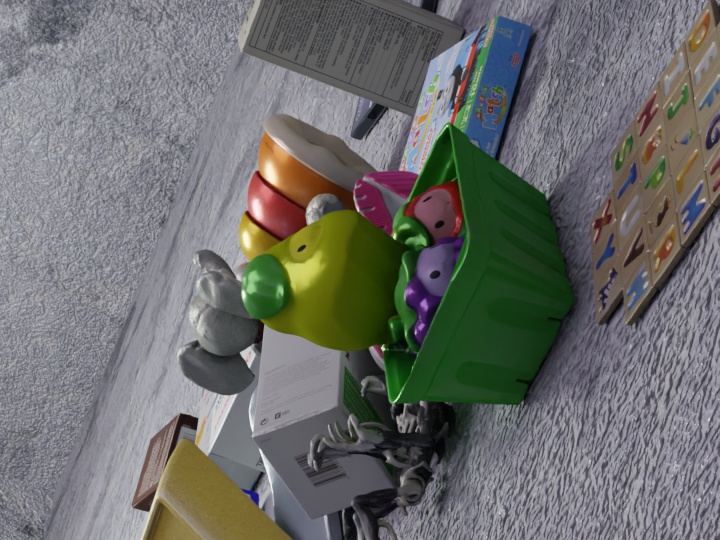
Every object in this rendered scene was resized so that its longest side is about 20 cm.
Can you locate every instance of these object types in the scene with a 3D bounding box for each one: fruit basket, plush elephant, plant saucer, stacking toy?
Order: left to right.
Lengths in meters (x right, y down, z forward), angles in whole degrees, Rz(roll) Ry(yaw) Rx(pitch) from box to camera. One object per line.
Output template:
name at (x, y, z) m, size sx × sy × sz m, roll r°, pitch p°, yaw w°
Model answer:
plant saucer at (-0.136, 0.284, 1.524) m, size 0.200 × 0.048 × 0.201 m, roll 40°, pitch 123°, yaw 30°
plush elephant at (-0.101, 0.034, 1.669) m, size 0.201 × 0.154 × 0.165 m, roll -100°, pitch 31°, yaw -43°
stacking toy at (-0.079, -0.047, 1.797) m, size 0.201 × 0.146 × 0.146 m, roll -57°, pitch 15°, yaw 13°
fruit basket at (0.027, -0.005, 1.206) m, size 0.216 × 0.215 × 0.156 m, roll -94°, pitch 26°, yaw -61°

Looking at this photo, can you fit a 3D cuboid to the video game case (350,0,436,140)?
video game case at (0.041, -0.250, 1.946) m, size 0.200 × 0.019 × 0.144 m, roll 129°, pitch 157°, yaw -61°

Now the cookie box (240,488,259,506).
cookie box at (-0.167, 0.334, 1.707) m, size 0.171 × 0.075 × 0.201 m, roll -94°, pitch 26°, yaw -60°

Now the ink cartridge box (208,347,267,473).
ink cartridge box at (-0.097, 0.097, 1.870) m, size 0.200 × 0.083 × 0.146 m, roll -91°, pitch 23°, yaw -58°

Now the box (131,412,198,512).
box at (-0.238, 0.259, 2.282) m, size 0.200 × 0.075 × 0.101 m, roll 143°, pitch 144°, yaw -66°

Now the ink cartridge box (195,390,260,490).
ink cartridge box at (-0.143, 0.165, 2.008) m, size 0.200 × 0.068 × 0.115 m, roll -87°, pitch 20°, yaw -53°

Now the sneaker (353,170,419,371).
sneaker at (0.035, 0.014, 1.451) m, size 0.088 × 0.081 × 0.201 m, roll 90°, pitch 179°, yaw -49°

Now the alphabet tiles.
alphabet tiles at (0.187, -0.067, 1.048) m, size 0.167 × 0.006 × 0.200 m, roll -85°, pitch 18°, yaw -49°

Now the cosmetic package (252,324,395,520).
cosmetic package at (-0.027, 0.095, 1.461) m, size 0.084 × 0.108 × 0.200 m, roll -21°, pitch 34°, yaw 18°

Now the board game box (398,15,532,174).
board game box at (0.084, -0.128, 1.528) m, size 0.200 × 0.036 × 0.152 m, roll 161°, pitch 126°, yaw -76°

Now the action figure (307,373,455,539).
action figure at (0.014, 0.138, 1.286) m, size 0.119 × 0.101 × 0.201 m, roll 108°, pitch 174°, yaw -67°

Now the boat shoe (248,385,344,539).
boat shoe at (-0.041, 0.186, 1.525) m, size 0.074 × 0.068 × 0.200 m, roll -50°, pitch 46°, yaw 31°

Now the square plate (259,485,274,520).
square plate at (-0.088, 0.278, 1.691) m, size 0.198 × 0.028 × 0.201 m, roll 123°, pitch 162°, yaw -47°

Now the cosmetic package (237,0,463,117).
cosmetic package at (-0.012, -0.233, 1.724) m, size 0.087 × 0.199 × 0.104 m, roll -112°, pitch 44°, yaw -73°
